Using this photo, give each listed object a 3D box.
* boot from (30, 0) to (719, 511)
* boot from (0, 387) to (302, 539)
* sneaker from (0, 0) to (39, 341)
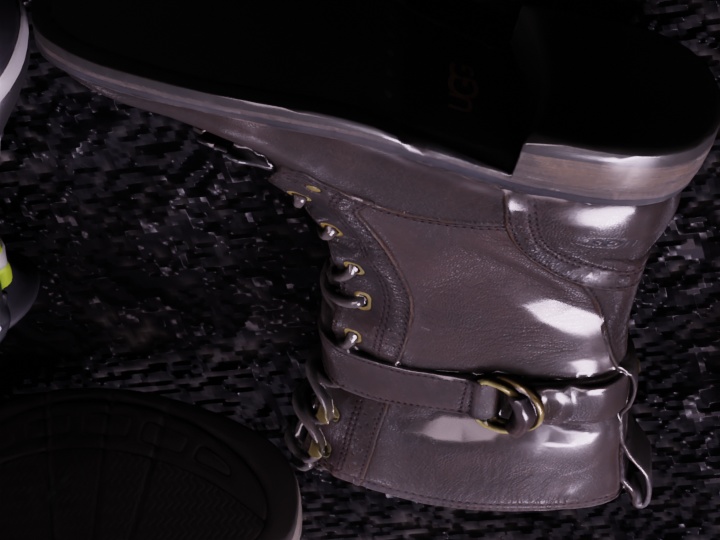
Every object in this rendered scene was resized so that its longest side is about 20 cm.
[{"bbox_3d":[0.000,0.000,0.731,0.198,0.070,0.175,14,137,1],"label":"boot"},{"bbox_3d":[-0.100,0.112,0.846,0.198,0.074,0.151,-7,141,12],"label":"boot"},{"bbox_3d":[-0.126,-0.018,0.754,0.082,0.072,0.200,12,143,-29],"label":"sneaker"}]
